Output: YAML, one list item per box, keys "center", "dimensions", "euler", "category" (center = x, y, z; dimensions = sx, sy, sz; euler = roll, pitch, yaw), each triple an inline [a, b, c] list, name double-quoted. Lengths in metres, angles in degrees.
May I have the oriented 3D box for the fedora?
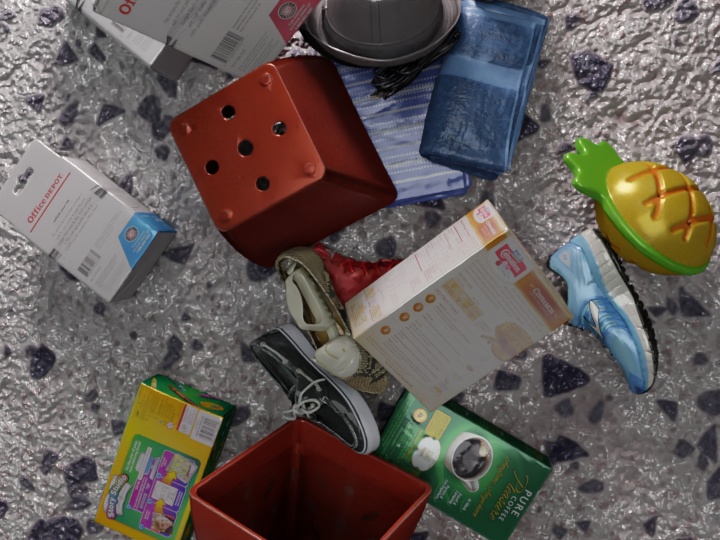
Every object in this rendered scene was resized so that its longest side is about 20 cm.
- center: [0.024, -0.317, 0.804]
  dimensions: [0.177, 0.090, 0.200]
  euler: [8, 54, 10]
  category: "fedora"

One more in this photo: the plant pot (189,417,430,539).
- center: [-0.064, 0.321, 0.836]
  dimensions: [0.200, 0.200, 0.177]
  euler: [22, 115, 27]
  category: "plant pot"

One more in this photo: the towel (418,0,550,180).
- center: [0.143, -0.215, 0.853]
  dimensions: [0.111, 0.049, 0.200]
  euler: [16, 89, -1]
  category: "towel"

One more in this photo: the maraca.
- center: [0.313, -0.074, 0.816]
  dimensions: [0.200, 0.137, 0.107]
  euler: [41, 132, 3]
  category: "maraca"

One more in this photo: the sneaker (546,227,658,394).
- center: [0.287, 0.054, 0.862]
  dimensions: [0.090, 0.078, 0.200]
  euler: [-27, 84, 26]
  category: "sneaker"

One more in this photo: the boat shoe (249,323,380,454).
- center: [-0.060, 0.148, 0.874]
  dimensions: [0.199, 0.068, 0.074]
  euler: [50, 139, 19]
  category: "boat shoe"

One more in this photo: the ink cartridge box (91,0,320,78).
- center: [-0.166, -0.311, 0.783]
  dimensions: [0.146, 0.200, 0.085]
  euler: [-41, 48, 37]
  category: "ink cartridge box"

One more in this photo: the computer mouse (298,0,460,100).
- center: [0.004, -0.267, 0.858]
  dimensions: [0.200, 0.053, 0.138]
  euler: [34, 63, 26]
  category: "computer mouse"

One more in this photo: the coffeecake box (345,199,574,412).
- center: [0.110, 0.044, 0.816]
  dimensions: [0.200, 0.073, 0.154]
  euler: [-36, 121, 13]
  category: "coffeecake box"

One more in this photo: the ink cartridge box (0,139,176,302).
- center: [-0.355, -0.065, 0.937]
  dimensions: [0.200, 0.067, 0.116]
  euler: [38, 98, 4]
  category: "ink cartridge box"

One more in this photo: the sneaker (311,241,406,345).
- center: [0.000, 0.000, 0.887]
  dimensions: [0.200, 0.078, 0.116]
  euler: [-31, 90, 7]
  category: "sneaker"

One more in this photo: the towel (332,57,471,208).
- center: [0.050, -0.181, 0.900]
  dimensions: [0.145, 0.024, 0.200]
  euler: [-10, 90, 11]
  category: "towel"

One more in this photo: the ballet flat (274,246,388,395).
- center: [-0.043, 0.063, 0.836]
  dimensions: [0.068, 0.075, 0.200]
  euler: [-34, 81, 27]
  category: "ballet flat"

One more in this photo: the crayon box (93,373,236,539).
- center: [-0.253, 0.251, 0.945]
  dimensions: [0.119, 0.058, 0.200]
  euler: [21, 96, 7]
  category: "crayon box"

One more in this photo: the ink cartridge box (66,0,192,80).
- center: [-0.278, -0.360, 0.902]
  dimensions: [0.200, 0.083, 0.145]
  euler: [40, 98, 4]
  category: "ink cartridge box"

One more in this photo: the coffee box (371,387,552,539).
- center: [0.119, 0.236, 0.898]
  dimensions: [0.200, 0.044, 0.123]
  euler: [28, 99, 6]
  category: "coffee box"

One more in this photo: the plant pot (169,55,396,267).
- center: [-0.101, -0.130, 0.833]
  dimensions: [0.200, 0.176, 0.200]
  euler: [-27, 86, 13]
  category: "plant pot"
